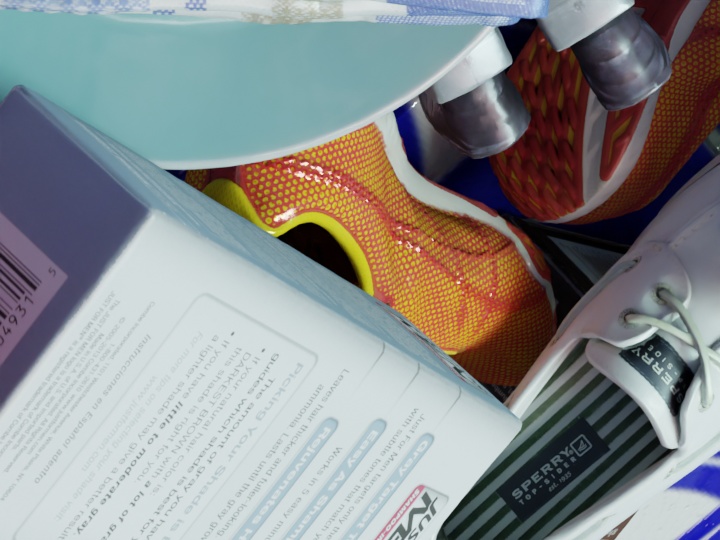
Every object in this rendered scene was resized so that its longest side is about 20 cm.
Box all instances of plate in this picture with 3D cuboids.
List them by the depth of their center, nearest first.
[{"bbox_3d":[-0.041,-0.119,0.646,0.199,0.026,0.201,-4,118,-8],"label":"plate"}]

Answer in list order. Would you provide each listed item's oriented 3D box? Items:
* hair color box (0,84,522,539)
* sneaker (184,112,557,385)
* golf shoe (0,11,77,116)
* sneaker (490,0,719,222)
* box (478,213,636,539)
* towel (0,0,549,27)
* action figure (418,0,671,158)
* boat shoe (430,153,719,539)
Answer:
[{"bbox_3d":[-0.046,0.038,0.697,0.099,0.061,0.200,-52,146,4],"label":"hair color box"},{"bbox_3d":[0.000,0.000,0.832,0.200,0.073,0.078,38,63,-51],"label":"sneaker"},{"bbox_3d":[-0.095,-0.014,0.756,0.095,0.077,0.201,-53,151,-51],"label":"golf shoe"},{"bbox_3d":[0.113,-0.100,0.848,0.077,0.073,0.200,-12,147,-54],"label":"sneaker"},{"bbox_3d":[0.044,0.081,0.987,0.100,0.075,0.200,12,119,-51],"label":"box"},{"bbox_3d":[-0.042,-0.127,0.613,0.199,0.024,0.148,2,116,-13],"label":"towel"},{"bbox_3d":[0.008,-0.120,0.710,0.130,0.070,0.200,-25,126,9],"label":"action figure"},{"bbox_3d":[0.098,0.034,0.842,0.200,0.073,0.067,-51,172,15],"label":"boat shoe"}]
